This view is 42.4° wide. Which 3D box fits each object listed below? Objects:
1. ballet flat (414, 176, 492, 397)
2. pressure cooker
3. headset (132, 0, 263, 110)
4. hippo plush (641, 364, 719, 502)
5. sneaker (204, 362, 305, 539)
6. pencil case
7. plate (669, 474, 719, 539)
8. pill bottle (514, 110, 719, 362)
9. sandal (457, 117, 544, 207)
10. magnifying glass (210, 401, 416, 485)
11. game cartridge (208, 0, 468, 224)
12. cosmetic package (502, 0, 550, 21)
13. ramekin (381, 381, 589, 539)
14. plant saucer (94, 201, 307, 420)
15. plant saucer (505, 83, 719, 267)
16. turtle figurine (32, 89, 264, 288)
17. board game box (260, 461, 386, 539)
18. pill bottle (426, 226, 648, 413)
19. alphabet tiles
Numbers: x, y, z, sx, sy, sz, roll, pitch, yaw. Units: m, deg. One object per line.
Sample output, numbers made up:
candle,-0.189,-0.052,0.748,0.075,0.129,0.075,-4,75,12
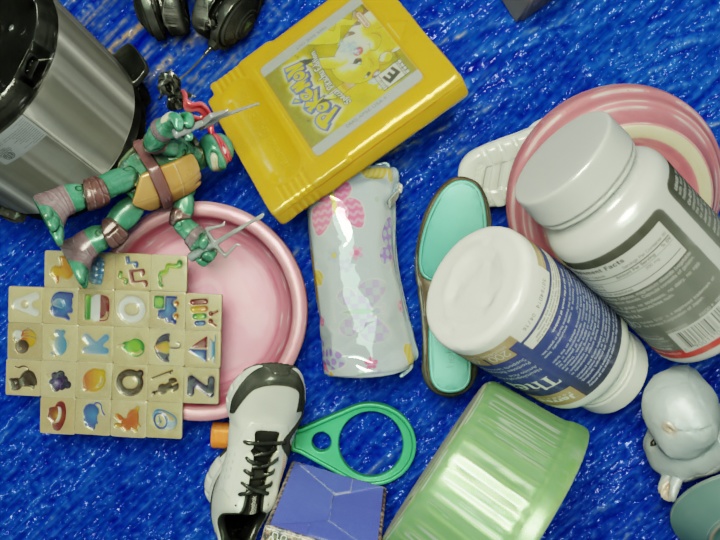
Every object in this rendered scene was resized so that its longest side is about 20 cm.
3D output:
ballet flat,0.082,0.015,0.860,0.067,0.068,0.202,6,93,5
pressure cooker,-0.291,-0.139,0.817,0.175,0.200,0.180,1,70,22
headset,-0.154,-0.246,0.851,0.122,0.094,0.202,8,81,3
hippo plush,0.334,0.123,0.835,0.160,0.200,0.160,-7,48,22
sneaker,-0.090,0.168,0.829,0.073,0.080,0.201,6,124,-18
pencil case,0.000,0.000,0.857,0.090,0.083,0.202,-6,91,-10
plate,0.373,0.226,0.804,0.198,0.201,0.026,10,51,3
pill bottle,0.225,-0.027,0.751,0.200,0.114,0.114,41,93,-18
sandal,0.187,-0.111,0.857,0.201,0.050,0.083,-8,115,0
magnifying glass,-0.045,0.164,0.897,0.198,0.022,0.080,2,92,1
game cartridge,-0.029,-0.161,0.835,0.199,0.032,0.177,-34,57,2
cosmetic package,0.202,-0.332,0.836,0.199,0.090,0.107,-33,90,1
ramekin,0.103,0.194,0.805,0.097,0.200,0.201,34,93,9
plant saucer,-0.148,0.037,0.874,0.199,0.051,0.202,0,92,4
plant saucer,0.231,-0.062,0.826,0.199,0.051,0.202,-1,112,-4
turtle figurine,-0.169,-0.070,0.795,0.199,0.101,0.150,-29,129,-13
board game box,-0.051,0.299,0.823,0.096,0.159,0.202,16,99,2
pill bottle,0.160,0.053,0.801,0.199,0.111,0.111,30,94,-35
alphabet tiles,-0.225,0.068,0.844,0.198,0.006,0.168,2,92,3
